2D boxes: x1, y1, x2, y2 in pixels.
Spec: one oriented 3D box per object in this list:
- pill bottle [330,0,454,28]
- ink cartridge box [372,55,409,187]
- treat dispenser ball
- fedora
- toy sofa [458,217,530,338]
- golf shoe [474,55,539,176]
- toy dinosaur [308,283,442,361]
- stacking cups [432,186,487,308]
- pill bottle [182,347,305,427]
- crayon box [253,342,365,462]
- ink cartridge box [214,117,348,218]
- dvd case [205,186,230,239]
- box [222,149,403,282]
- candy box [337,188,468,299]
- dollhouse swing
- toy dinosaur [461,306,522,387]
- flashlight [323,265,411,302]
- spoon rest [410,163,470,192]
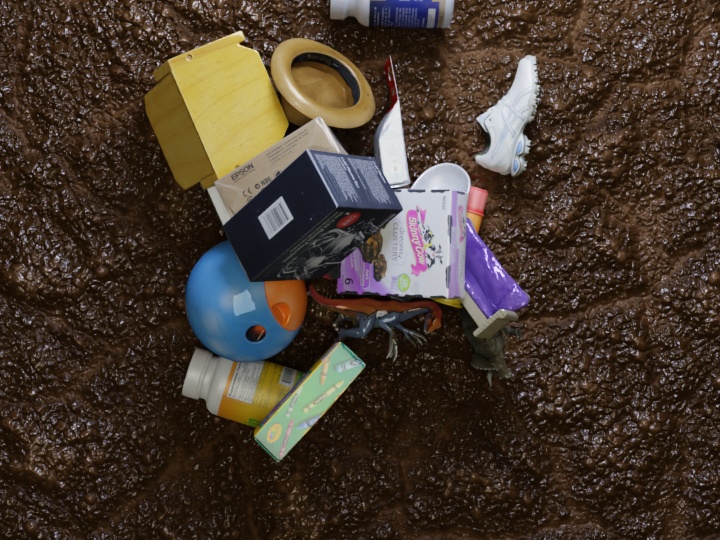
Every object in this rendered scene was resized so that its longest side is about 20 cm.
[{"bbox_3d":[0.050,-0.454,1.692,0.197,0.116,0.117,1,96,-1],"label":"pill bottle"},{"bbox_3d":[0.039,-0.236,1.690,0.047,0.160,0.203,-9,95,-1],"label":"ink cartridge box"},{"bbox_3d":[-0.185,0.047,1.693,0.198,0.201,0.204,0,96,-1],"label":"treat dispenser ball"},{"bbox_3d":[-0.072,-0.286,1.698,0.200,0.201,0.082,39,130,-4],"label":"fedora"},{"bbox_3d":[0.177,0.005,1.682,0.097,0.083,0.201,-40,70,15],"label":"toy sofa"},{"bbox_3d":[0.243,-0.262,1.737,0.096,0.078,0.203,11,94,4],"label":"golf shoe"},{"bbox_3d":[0.037,0.078,1.729,0.180,0.105,0.201,-30,110,17],"label":"toy dinosaur"},{"bbox_3d":[0.174,-0.040,1.762,0.060,0.061,0.202,17,94,-3],"label":"stacking cups"},{"bbox_3d":[-0.193,0.199,1.753,0.198,0.111,0.112,18,95,-2],"label":"pill bottle"},{"bbox_3d":[-0.083,0.204,1.646,0.058,0.119,0.200,43,83,-1],"label":"crayon box"},{"bbox_3d":[-0.111,-0.141,1.654,0.199,0.165,0.076,-31,76,5],"label":"ink cartridge box"},{"bbox_3d":[-0.146,-0.119,1.770,0.198,0.018,0.144,-25,95,1],"label":"dvd case"},{"bbox_3d":[-0.070,-0.079,1.583,0.200,0.181,0.105,-38,72,29],"label":"box"},{"bbox_3d":[0.066,-0.043,1.652,0.198,0.071,0.170,2,90,29],"label":"candy box"},{"bbox_3d":[-0.237,-0.248,1.700,0.180,0.176,0.202,-25,95,-14],"label":"dollhouse swing"},{"bbox_3d":[0.207,0.092,1.765,0.102,0.077,0.202,-29,81,34],"label":"toy dinosaur"},{"bbox_3d":[0.000,0.000,1.759,0.198,0.068,0.069,17,100,-1],"label":"flashlight"},{"bbox_3d":[0.101,-0.099,1.740,0.200,0.061,0.099,-47,56,-2],"label":"spoon rest"}]
